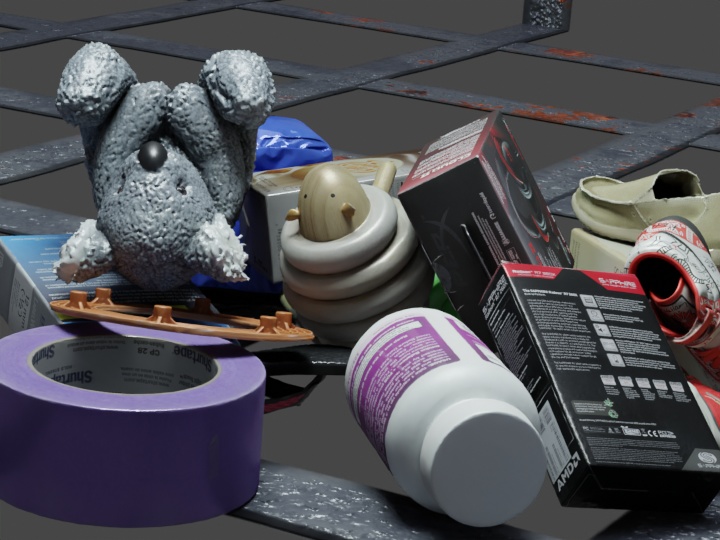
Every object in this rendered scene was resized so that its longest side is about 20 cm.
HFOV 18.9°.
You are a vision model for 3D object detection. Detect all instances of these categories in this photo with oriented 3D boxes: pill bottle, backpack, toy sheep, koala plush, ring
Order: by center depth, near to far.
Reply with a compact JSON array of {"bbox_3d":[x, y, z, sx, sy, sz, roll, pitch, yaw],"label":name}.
[{"bbox_3d":[0.062,0.106,1.526,0.111,0.113,0.200,1,15,-14],"label":"pill bottle"},{"bbox_3d":[-0.132,0.032,1.620,0.199,0.019,0.200,6,2,0],"label":"ring"},{"bbox_3d":[0.000,0.000,1.731,0.137,0.201,0.138,-18,33,12],"label":"toy sheep"},{"bbox_3d":[-0.157,-0.055,1.731,0.176,0.185,0.201,1,37,-2],"label":"koala plush"},{"bbox_3d":[-0.126,-0.057,1.972,0.199,0.169,0.162,-2,7,-14],"label":"backpack"}]

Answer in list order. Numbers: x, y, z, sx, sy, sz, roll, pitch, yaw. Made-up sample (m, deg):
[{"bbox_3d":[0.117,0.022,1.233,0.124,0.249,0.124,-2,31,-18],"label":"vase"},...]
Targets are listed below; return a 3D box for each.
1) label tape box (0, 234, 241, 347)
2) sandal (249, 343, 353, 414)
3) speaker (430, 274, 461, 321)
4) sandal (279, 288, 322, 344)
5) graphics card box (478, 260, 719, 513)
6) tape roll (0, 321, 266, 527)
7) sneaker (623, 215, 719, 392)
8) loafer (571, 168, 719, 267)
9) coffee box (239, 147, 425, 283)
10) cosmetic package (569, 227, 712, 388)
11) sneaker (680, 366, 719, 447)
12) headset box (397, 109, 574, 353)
[{"bbox_3d":[-0.202,0.039,1.762,0.142,0.066,0.200,-2,29,-29],"label":"label tape box"},{"bbox_3d":[-0.086,0.089,1.694,0.199,0.045,0.075,-7,5,14],"label":"sandal"},{"bbox_3d":[0.081,0.012,1.929,0.088,0.089,0.200,4,15,-2],"label":"speaker"},{"bbox_3d":[-0.008,0.022,1.859,0.080,0.057,0.201,48,24,7],"label":"sandal"},{"bbox_3d":[0.175,0.083,1.568,0.125,0.051,0.201,6,42,-28],"label":"graphics card box"},{"bbox_3d":[-0.167,0.104,1.516,0.198,0.086,0.200,4,15,-1],"label":"tape roll"},{"bbox_3d":[0.274,0.055,1.685,0.067,0.202,0.108,-33,0,24],"label":"sneaker"},{"bbox_3d":[0.260,-0.056,1.873,0.075,0.069,0.200,-5,18,-35],"label":"loafer"},{"bbox_3d":[0.003,-0.050,1.863,0.199,0.080,0.114,-9,14,-16],"label":"coffee box"},{"bbox_3d":[0.246,0.036,1.858,0.073,0.104,0.200,-1,15,-17],"label":"cosmetic package"},{"bbox_3d":[0.247,0.112,1.678,0.084,0.077,0.200,21,12,-18],"label":"sneaker"},{"bbox_3d":[0.102,-0.029,1.721,0.075,0.149,0.200,-25,10,15],"label":"headset box"}]
